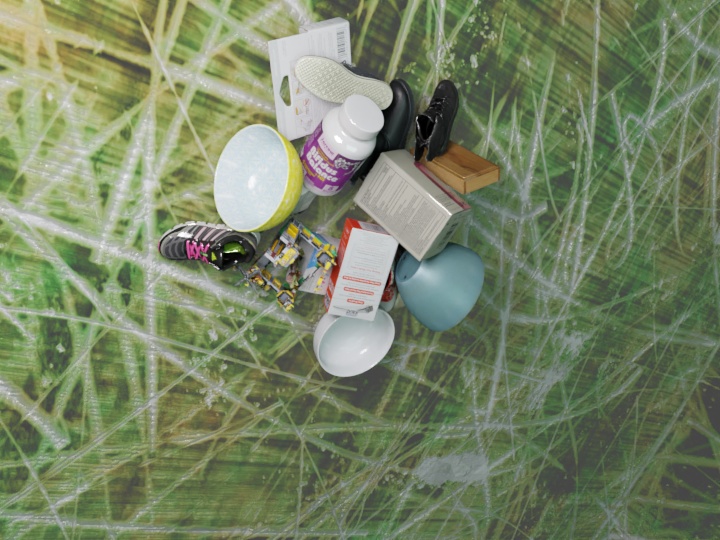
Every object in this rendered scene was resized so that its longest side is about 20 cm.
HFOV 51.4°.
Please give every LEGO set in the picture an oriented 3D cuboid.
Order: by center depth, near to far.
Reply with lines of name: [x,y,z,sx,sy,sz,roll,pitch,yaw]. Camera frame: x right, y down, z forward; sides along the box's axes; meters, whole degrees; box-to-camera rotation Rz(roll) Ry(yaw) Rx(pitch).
LEGO set: [-0.148,0.000,1.502,0.199,0.116,0.154,-35,107,23]

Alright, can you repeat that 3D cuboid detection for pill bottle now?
pill bottle: [-0.039,-0.237,1.412,0.111,0.114,0.200,-4,155,-33]

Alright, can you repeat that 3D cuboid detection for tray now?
tray: [0.201,-0.231,1.620,0.098,0.200,0.037,-22,127,-22]

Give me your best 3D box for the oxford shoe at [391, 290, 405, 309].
oxford shoe: [0.150,0.041,1.823,0.199,0.074,0.071,-32,130,-16]

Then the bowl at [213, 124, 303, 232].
bowl: [-0.173,-0.165,1.410,0.107,0.199,0.202,9,110,-52]

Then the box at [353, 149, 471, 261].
box: [0.107,-0.137,1.542,0.109,0.200,0.128,-21,150,-56]

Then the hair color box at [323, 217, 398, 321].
hair color box: [0.000,0.000,1.591,0.109,0.064,0.203,10,111,-18]

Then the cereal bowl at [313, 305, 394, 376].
cereal bowl: [-0.024,0.145,1.746,0.198,0.083,0.202,-15,129,-20]

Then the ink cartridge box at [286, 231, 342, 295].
ink cartridge box: [-0.052,-0.006,1.658,0.198,0.068,0.116,12,109,-39]

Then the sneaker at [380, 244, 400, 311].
sneaker: [0.048,0.033,1.710,0.108,0.066,0.204,-64,164,-55]

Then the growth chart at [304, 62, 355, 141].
growth chart: [-0.056,-0.323,1.510,0.143,0.018,0.203,-18,125,-27]

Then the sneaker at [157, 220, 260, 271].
sneaker: [-0.289,-0.043,1.434,0.197,0.088,0.075,-3,125,-10]

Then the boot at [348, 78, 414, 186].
boot: [0.026,-0.281,1.533,0.161,0.073,0.200,-25,138,-36]

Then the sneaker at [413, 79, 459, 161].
sneaker: [0.157,-0.319,1.578,0.104,0.059,0.203,19,81,-63]

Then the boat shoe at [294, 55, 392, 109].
boat shoe: [-0.034,-0.352,1.400,0.197,0.062,0.075,11,115,-25]

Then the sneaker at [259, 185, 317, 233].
sneaker: [-0.150,-0.133,1.516,0.200,0.074,0.080,-40,137,-9]

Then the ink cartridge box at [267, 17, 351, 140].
ink cartridge box: [-0.096,-0.359,1.418,0.172,0.044,0.202,-21,127,-25]

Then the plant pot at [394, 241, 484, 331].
plant pot: [0.154,0.015,1.643,0.134,0.200,0.201,30,97,-28]

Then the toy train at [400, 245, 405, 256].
toy train: [0.130,-0.061,1.751,0.113,0.085,0.202,-24,127,-10]
